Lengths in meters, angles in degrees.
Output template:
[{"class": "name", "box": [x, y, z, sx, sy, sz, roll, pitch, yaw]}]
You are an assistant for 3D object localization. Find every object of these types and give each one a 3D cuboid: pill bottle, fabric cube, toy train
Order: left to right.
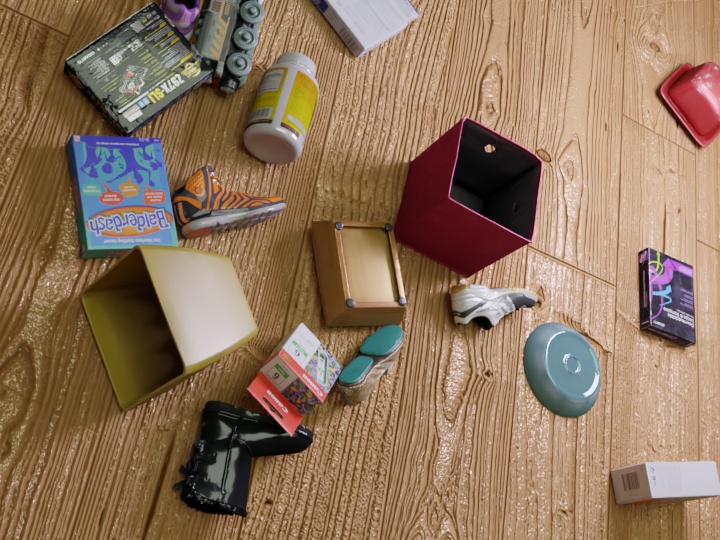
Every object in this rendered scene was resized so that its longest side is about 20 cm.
[{"class": "toy train", "box": [-0.248, -0.425, 1.707, 0.114, 0.085, 0.200, 14, 77, -12]}, {"class": "pill bottle", "box": [-0.141, -0.303, 1.710, 0.109, 0.109, 0.200, 25, 59, -20]}, {"class": "fabric cube", "box": [0.208, -0.137, 1.797, 0.196, 0.199, 0.200, 25, 59, -19]}]

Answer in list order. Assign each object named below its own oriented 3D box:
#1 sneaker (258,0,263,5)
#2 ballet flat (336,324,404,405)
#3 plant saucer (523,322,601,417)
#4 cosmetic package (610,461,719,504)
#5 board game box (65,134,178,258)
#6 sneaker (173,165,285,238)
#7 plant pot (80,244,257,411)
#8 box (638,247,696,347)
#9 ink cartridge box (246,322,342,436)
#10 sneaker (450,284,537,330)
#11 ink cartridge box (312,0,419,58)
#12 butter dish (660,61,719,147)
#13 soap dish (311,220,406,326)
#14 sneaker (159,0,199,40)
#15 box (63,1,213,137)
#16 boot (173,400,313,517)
[{"class": "sneaker", "box": [-0.251, -0.587, 1.785, 0.130, 0.080, 0.200, 9, 56, -30]}, {"class": "ballet flat", "box": [0.019, 0.170, 1.638, 0.200, 0.070, 0.065, -40, 133, -46]}, {"class": "plant saucer", "box": [0.422, 0.196, 1.887, 0.200, 0.036, 0.200, 12, 64, -26]}, {"class": "cosmetic package", "box": [0.615, 0.427, 1.867, 0.200, 0.101, 0.071, 5, 68, -29]}, {"class": "board game box", "box": [-0.391, -0.122, 1.522, 0.152, 0.045, 0.200, -3, 73, -32]}, {"class": "sneaker", "box": [-0.229, -0.131, 1.604, 0.200, 0.078, 0.112, -13, 78, -34]}, {"class": "plant pot", "box": [-0.281, 0.076, 1.427, 0.176, 0.200, 0.200, -13, 77, -47]}, {"class": "box", "box": [0.699, 0.060, 2.113, 0.143, 0.036, 0.200, 19, 62, -23]}, {"class": "ink cartridge box", "box": [-0.103, 0.174, 1.513, 0.109, 0.050, 0.200, 48, 23, -6]}, {"class": "sneaker", "box": [0.261, 0.074, 1.830, 0.200, 0.076, 0.088, 2, 84, -27]}, {"class": "ink cartridge box", "box": [0.001, -0.567, 1.949, 0.200, 0.041, 0.200, -39, 92, -37]}, {"class": "butter dish", "box": [0.901, -0.454, 2.382, 0.200, 0.148, 0.200, 51, 54, -2]}, {"class": "soap dish", "box": [0.000, 0.000, 1.685, 0.157, 0.081, 0.200, 1, 71, -31]}, {"class": "sneaker", "box": [-0.331, -0.523, 1.702, 0.080, 0.088, 0.200, 1, 68, -29]}, {"class": "box", "box": [-0.380, -0.344, 1.596, 0.200, 0.049, 0.160, -43, 97, -23]}, {"class": "boot", "box": [-0.180, 0.304, 1.454, 0.198, 0.073, 0.163, 19, 59, -16]}]
